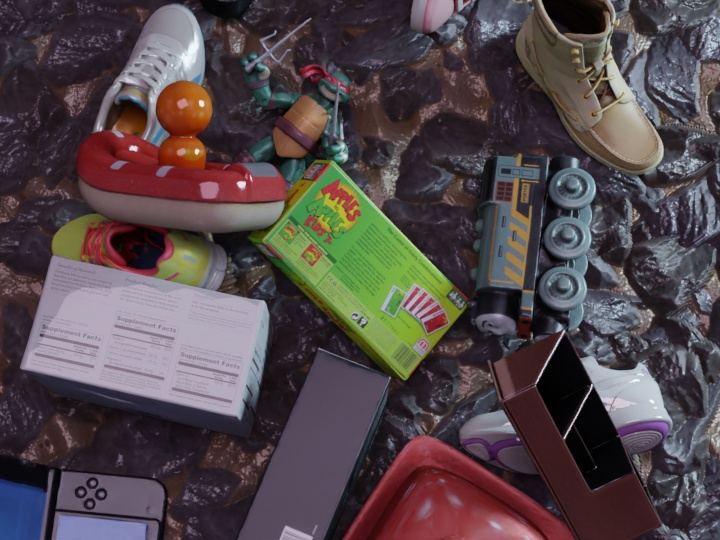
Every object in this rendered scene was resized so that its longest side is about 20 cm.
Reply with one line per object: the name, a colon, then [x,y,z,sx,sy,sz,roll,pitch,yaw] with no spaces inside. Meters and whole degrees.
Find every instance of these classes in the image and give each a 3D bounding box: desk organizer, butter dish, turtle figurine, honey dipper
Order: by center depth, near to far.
desk organizer: [0.194,0.158,1.432,0.077,0.072,0.200,-26,115,8]
butter dish: [0.082,0.267,1.433,0.199,0.148,0.200,32,78,9]
honey dipper: [-0.159,-0.061,1.541,0.038,0.038,0.200,-16,96,-4]
turtle figurine: [-0.064,-0.136,1.564,0.150,0.101,0.200,37,95,27]

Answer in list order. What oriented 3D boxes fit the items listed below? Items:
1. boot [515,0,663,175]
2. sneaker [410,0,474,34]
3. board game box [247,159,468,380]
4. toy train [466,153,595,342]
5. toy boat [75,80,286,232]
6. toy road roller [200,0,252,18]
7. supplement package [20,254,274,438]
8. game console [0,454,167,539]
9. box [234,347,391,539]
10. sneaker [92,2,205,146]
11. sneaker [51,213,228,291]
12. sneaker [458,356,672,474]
boot: [0.231,-0.193,1.550,0.073,0.155,0.200,-34,78,-9]
sneaker: [0.132,-0.315,1.623,0.105,0.075,0.200,26,72,12]
board game box: [0.000,0.000,1.509,0.200,0.048,0.102,45,77,-20]
toy train: [0.166,-0.023,1.540,0.114,0.085,0.200,6,67,7]
toy boat: [-0.165,-0.108,1.446,0.200,0.130,0.131,8,98,30]
toy road roller: [-0.168,-0.365,1.618,0.200,0.123,0.146,22,62,5]
supplement package: [-0.192,0.074,1.478,0.200,0.156,0.111,13,78,3]
game console: [-0.275,0.276,1.445,0.172,0.119,0.200,5,76,1]
box: [-0.043,0.187,1.458,0.079,0.141,0.200,21,76,8]
sneaker: [-0.210,-0.181,1.585,0.076,0.081,0.200,16,75,6]
sneaker: [-0.226,-0.025,1.514,0.200,0.090,0.078,5,78,32]
sneaker: [0.192,0.137,1.519,0.200,0.075,0.100,-7,52,0]
